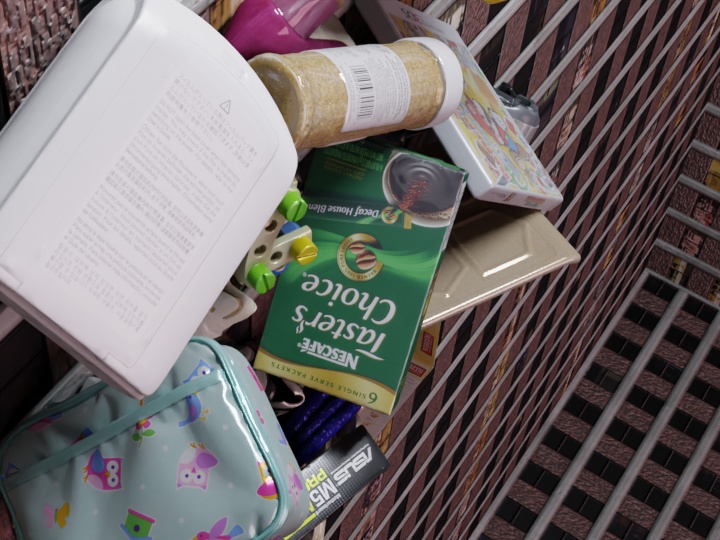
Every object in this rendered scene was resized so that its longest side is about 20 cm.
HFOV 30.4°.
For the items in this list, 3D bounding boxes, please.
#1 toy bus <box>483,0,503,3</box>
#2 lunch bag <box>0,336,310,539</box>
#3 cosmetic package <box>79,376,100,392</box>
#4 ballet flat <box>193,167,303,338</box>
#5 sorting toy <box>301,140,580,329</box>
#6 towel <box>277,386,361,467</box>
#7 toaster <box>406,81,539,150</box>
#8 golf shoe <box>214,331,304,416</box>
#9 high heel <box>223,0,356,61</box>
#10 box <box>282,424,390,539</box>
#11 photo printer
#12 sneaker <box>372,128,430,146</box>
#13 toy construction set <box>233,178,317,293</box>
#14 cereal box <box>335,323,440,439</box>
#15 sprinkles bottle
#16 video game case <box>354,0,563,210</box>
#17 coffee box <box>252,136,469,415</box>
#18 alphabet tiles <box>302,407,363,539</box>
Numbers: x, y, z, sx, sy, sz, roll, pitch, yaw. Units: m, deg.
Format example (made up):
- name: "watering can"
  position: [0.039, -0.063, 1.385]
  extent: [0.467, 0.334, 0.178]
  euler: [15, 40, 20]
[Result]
- name: "toy bus"
  position: [0.091, -0.333, 0.971]
  extent: [0.134, 0.202, 0.192]
  euler: [-26, 139, 22]
- name: "lunch bag"
  position: [-0.148, 0.144, 0.907]
  extent: [0.198, 0.162, 0.077]
  euler: [-28, 168, 7]
- name: "cosmetic package"
  position: [-0.169, 0.158, 1.054]
  extent: [0.109, 0.084, 0.200]
  euler: [-59, 164, -3]
- name: "ballet flat"
  position: [-0.102, -0.003, 1.028]
  extent: [0.202, 0.071, 0.072]
  euler: [-62, 163, 2]
- name: "sorting toy"
  position: [0.065, -0.033, 1.161]
  extent: [0.198, 0.186, 0.037]
  euler: [-19, 140, -23]
- name: "towel"
  position: [-0.083, 0.174, 1.249]
  extent: [0.148, 0.050, 0.200]
  euler: [-48, -174, -39]
- name: "toaster"
  position: [0.109, -0.133, 1.351]
  extent: [0.130, 0.113, 0.200]
  euler: [-62, 180, 14]
- name: "golf shoe"
  position: [-0.090, 0.107, 1.194]
  extent: [0.073, 0.091, 0.200]
  euler: [-64, 164, 0]
- name: "high heel"
  position: [-0.052, -0.159, 0.988]
  extent: [0.096, 0.068, 0.200]
  euler: [-36, 162, -1]
- name: "box"
  position: [-0.077, 0.218, 1.134]
  extent: [0.159, 0.044, 0.200]
  euler: [-35, 175, -33]
- name: "photo printer"
  position: [-0.132, -0.050, 0.774]
  extent: [0.166, 0.069, 0.201]
  euler: [44, 71, -40]
- name: "sneaker"
  position: [0.041, -0.155, 1.193]
  extent: [0.200, 0.078, 0.076]
  euler: [-42, 152, -53]
- name: "toy construction set"
  position: [-0.115, -0.023, 0.899]
  extent: [0.199, 0.092, 0.132]
  euler: [-30, 144, -42]
- name: "cereal box"
  position: [0.017, 0.101, 1.319]
  extent: [0.201, 0.039, 0.145]
  euler: [-53, -165, 37]
- name: "sprinkles bottle"
  position: [-0.004, -0.126, 0.940]
  extent: [0.199, 0.068, 0.069]
  euler: [-18, 135, -52]
- name: "video game case"
  position: [0.089, -0.142, 1.137]
  extent: [0.023, 0.202, 0.181]
  euler: [-36, 164, 22]
- name: "coffee box"
  position: [0.000, 0.000, 1.038]
  extent: [0.044, 0.121, 0.203]
  euler: [-47, 156, -79]
- name: "alphabet tiles"
  position: [-0.051, 0.176, 1.313]
  extent: [0.195, 0.014, 0.203]
  euler: [-27, -129, 58]
